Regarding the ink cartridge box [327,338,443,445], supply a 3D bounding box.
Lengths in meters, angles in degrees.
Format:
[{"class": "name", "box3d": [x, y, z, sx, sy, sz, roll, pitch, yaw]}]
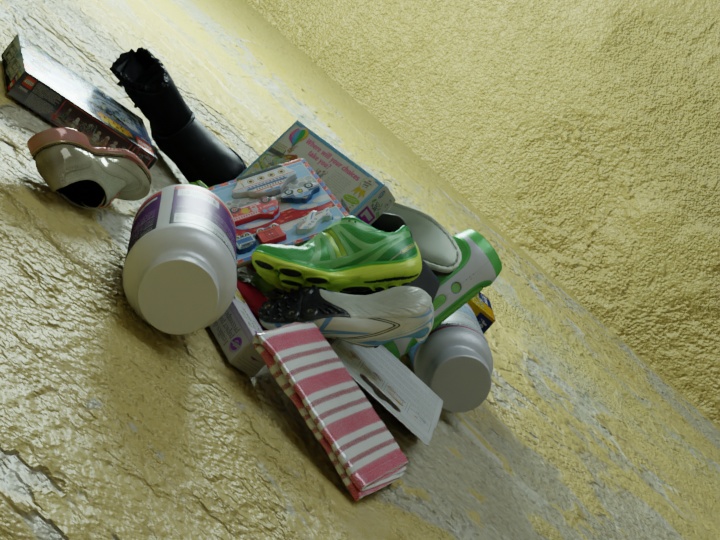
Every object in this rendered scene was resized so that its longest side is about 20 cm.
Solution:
[{"class": "ink cartridge box", "box3d": [0.020, 0.141, 1.667, 0.162, 0.050, 0.200, 43, 15, 0]}]

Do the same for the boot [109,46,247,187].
[{"class": "boot", "box3d": [-0.240, -0.199, 1.856, 0.198, 0.073, 0.163, 38, -18, 35]}]

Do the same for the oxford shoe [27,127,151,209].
[{"class": "oxford shoe", "box3d": [-0.291, -0.095, 1.545, 0.200, 0.071, 0.074, 18, 51, -63]}]

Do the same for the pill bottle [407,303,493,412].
[{"class": "pill bottle", "box3d": [0.121, 0.113, 1.926, 0.109, 0.109, 0.200, 37, 13, -18]}]

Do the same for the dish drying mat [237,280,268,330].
[{"class": "dish drying mat", "box3d": [-0.076, 0.084, 1.642, 0.200, 0.018, 0.077, 43, 9, 15]}]

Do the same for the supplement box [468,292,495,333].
[{"class": "supplement box", "box3d": [0.088, 0.037, 2.087, 0.200, 0.109, 0.110, 39, 12, -10]}]

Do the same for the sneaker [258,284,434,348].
[{"class": "sneaker", "box3d": [-0.016, 0.058, 1.596, 0.199, 0.073, 0.072, -1, 33, 3]}]

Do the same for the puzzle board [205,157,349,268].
[{"class": "puzzle board", "box3d": [-0.127, -0.068, 1.686, 0.151, 0.199, 0.017, 53, -26, 43]}]

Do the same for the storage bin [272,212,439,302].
[{"class": "storage bin", "box3d": [0.000, 0.000, 1.783, 0.199, 0.146, 0.134, 9, -22, 38]}]

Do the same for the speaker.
[{"class": "speaker", "box3d": [0.091, 0.032, 1.876, 0.088, 0.200, 0.089, 48, -13, 15]}]

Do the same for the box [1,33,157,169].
[{"class": "box", "box3d": [-0.350, -0.203, 1.755, 0.200, 0.040, 0.137, 34, 13, -29]}]

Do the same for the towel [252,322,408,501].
[{"class": "towel", "box3d": [-0.032, 0.142, 1.467, 0.200, 0.030, 0.146, 55, 17, 10]}]

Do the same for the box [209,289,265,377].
[{"class": "box", "box3d": [-0.151, 0.035, 1.527, 0.041, 0.039, 0.200, 38, 11, -42]}]

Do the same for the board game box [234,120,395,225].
[{"class": "board game box", "box3d": [-0.066, -0.094, 1.764, 0.200, 0.134, 0.034, 40, -9, 43]}]

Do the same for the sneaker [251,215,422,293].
[{"class": "sneaker", "box3d": [-0.030, -0.019, 1.637, 0.199, 0.074, 0.084, 0, 66, -14]}]

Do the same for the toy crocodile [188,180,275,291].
[{"class": "toy crocodile", "box3d": [-0.155, -0.046, 1.758, 0.200, 0.062, 0.068, 42, -8, 32]}]

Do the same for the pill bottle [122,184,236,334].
[{"class": "pill bottle", "box3d": [-0.180, -0.008, 1.424, 0.112, 0.113, 0.200, 37, 13, -16]}]

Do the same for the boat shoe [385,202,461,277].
[{"class": "boat shoe", "box3d": [0.042, -0.048, 1.853, 0.201, 0.072, 0.061, 33, -34, 12]}]
